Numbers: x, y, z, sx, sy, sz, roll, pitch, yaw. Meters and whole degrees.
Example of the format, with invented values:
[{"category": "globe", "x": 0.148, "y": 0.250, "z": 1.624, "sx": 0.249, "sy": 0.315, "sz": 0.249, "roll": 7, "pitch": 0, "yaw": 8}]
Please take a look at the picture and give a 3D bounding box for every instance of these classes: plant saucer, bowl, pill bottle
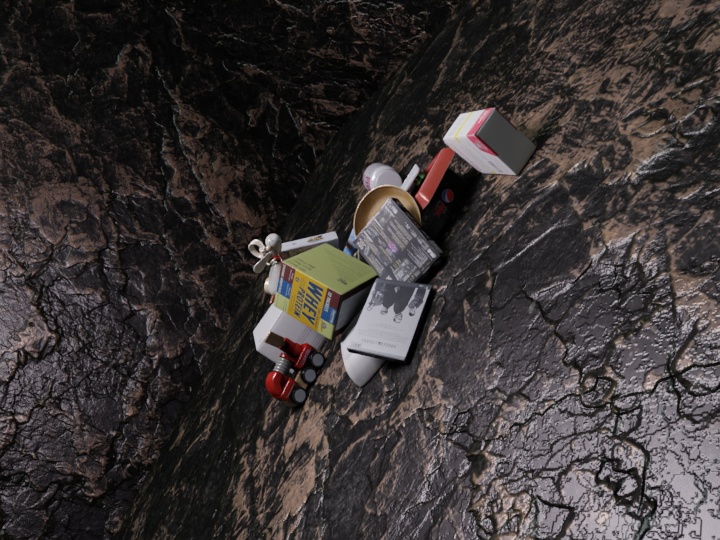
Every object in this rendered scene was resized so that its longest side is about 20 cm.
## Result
[{"category": "plant saucer", "x": 0.169, "y": -0.219, "z": 1.591, "sx": 0.202, "sy": 0.036, "sz": 0.200, "roll": -60, "pitch": 5, "yaw": -26}, {"category": "bowl", "x": 0.019, "y": 0.161, "z": 1.485, "sx": 0.201, "sy": 0.074, "sz": 0.200, "roll": -51, "pitch": 16, "yaw": 12}, {"category": "pill bottle", "x": 0.079, "y": -0.317, "z": 2.129, "sx": 0.114, "sy": 0.113, "sz": 0.200, "roll": -54, "pitch": 17, "yaw": 5}, {"category": "plant saucer", "x": 0.074, "y": -0.117, "z": 1.549, "sx": 0.201, "sy": 0.201, "sz": 0.035, "roll": -48, "pitch": -21, "yaw": 23}]

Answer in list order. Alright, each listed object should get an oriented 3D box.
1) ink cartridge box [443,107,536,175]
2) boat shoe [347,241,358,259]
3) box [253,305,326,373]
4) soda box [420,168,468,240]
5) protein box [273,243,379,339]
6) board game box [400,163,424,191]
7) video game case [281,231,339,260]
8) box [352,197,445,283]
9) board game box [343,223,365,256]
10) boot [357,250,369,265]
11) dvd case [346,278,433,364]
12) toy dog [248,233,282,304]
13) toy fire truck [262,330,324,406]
[{"category": "ink cartridge box", "x": 0.303, "y": -0.306, "z": 1.437, "sx": 0.084, "sy": 0.144, "sz": 0.200, "roll": -54, "pitch": 17, "yaw": 0}, {"category": "boat shoe", "x": -0.003, "y": -0.061, "z": 1.973, "sx": 0.073, "sy": 0.060, "sz": 0.202, "roll": -53, "pitch": 17, "yaw": 6}, {"category": "box", "x": -0.219, "y": 0.190, "z": 1.911, "sx": 0.201, "sy": 0.170, "sz": 0.199, "roll": -55, "pitch": 17, "yaw": 1}, {"category": "soda box", "x": 0.200, "y": -0.164, "z": 1.585, "sx": 0.202, "sy": 0.070, "sz": 0.063, "roll": -59, "pitch": 15, "yaw": -6}, {"category": "protein box", "x": -0.085, "y": 0.049, "z": 1.589, "sx": 0.199, "sy": 0.197, "sz": 0.137, "roll": -27, "pitch": -42, "yaw": -54}, {"category": "board game box", "x": 0.113, "y": -0.197, "z": 1.663, "sx": 0.202, "sy": 0.026, "sz": 0.200, "roll": -57, "pitch": 5, "yaw": 13}, {"category": "video game case", "x": -0.145, "y": -0.001, "z": 1.737, "sx": 0.046, "sy": 0.178, "sz": 0.203, "roll": -121, "pitch": 22, "yaw": -52}, {"category": "box", "x": 0.093, "y": -0.054, "z": 1.493, "sx": 0.161, "sy": 0.201, "sz": 0.043, "roll": -48, "pitch": -22, "yaw": 23}, {"category": "board game box", "x": 0.022, "y": -0.137, "z": 1.725, "sx": 0.152, "sy": 0.036, "sz": 0.200, "roll": -52, "pitch": -3, "yaw": -23}, {"category": "boot", "x": -0.002, "y": -0.001, "z": 1.749, "sx": 0.200, "sy": 0.071, "sz": 0.185, "roll": 176, "pitch": 89, "yaw": -72}, {"category": "dvd case", "x": 0.069, "y": 0.111, "z": 1.378, "sx": 0.148, "sy": 0.025, "sz": 0.202, "roll": 7, "pitch": 57, "yaw": 27}, {"category": "toy dog", "x": -0.237, "y": 0.011, "z": 1.629, "sx": 0.130, "sy": 0.202, "sz": 0.097, "roll": -12, "pitch": 28, "yaw": 31}, {"category": "toy fire truck", "x": -0.219, "y": 0.269, "z": 1.721, "sx": 0.128, "sy": 0.199, "sz": 0.178, "roll": -22, "pitch": 37, "yaw": 61}]
